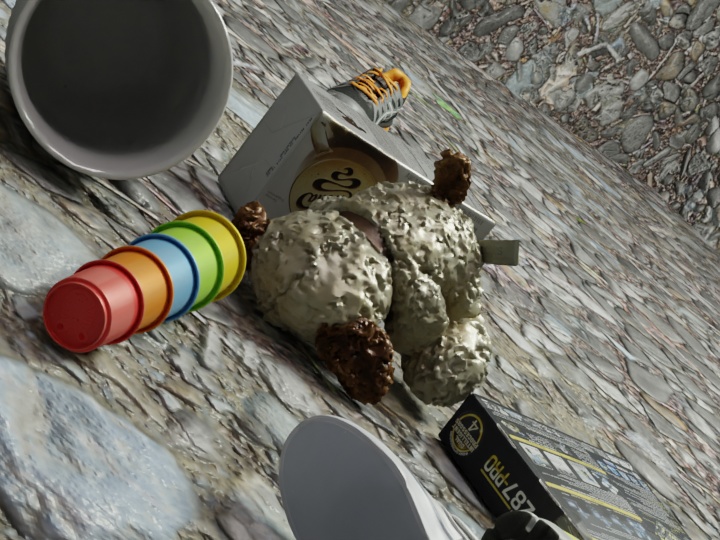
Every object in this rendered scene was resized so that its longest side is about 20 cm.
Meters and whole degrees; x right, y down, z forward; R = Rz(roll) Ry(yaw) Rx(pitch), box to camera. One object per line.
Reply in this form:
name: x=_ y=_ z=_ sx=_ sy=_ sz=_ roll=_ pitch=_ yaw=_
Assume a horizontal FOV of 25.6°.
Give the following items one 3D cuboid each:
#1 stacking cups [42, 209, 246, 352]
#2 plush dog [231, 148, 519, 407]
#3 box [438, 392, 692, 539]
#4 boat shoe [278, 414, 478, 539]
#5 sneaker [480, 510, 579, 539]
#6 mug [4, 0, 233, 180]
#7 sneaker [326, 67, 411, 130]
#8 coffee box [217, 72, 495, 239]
stacking cups: x=-0.123 y=0.003 z=0.916 sx=0.060 sy=0.061 sz=0.200 roll=40 pitch=14 yaw=6
plush dog: x=0.000 y=0.000 z=1.121 sx=0.171 sy=0.161 sz=0.200 roll=-21 pitch=55 yaw=-43
box: x=0.165 y=0.177 z=1.133 sx=0.199 sy=0.049 sz=0.161 roll=26 pitch=17 yaw=-42
boat shoe: x=0.032 y=0.160 z=0.827 sx=0.201 sy=0.073 sz=0.065 roll=54 pitch=13 yaw=16
sneaker: x=0.158 y=0.218 z=0.928 sx=0.090 sy=0.078 sz=0.200 roll=25 pitch=19 yaw=-50
mug: x=-0.181 y=-0.177 z=1.093 sx=0.175 sy=0.147 sz=0.201 roll=-130 pitch=-160 yaw=-69
sneaker: x=0.007 y=-0.201 z=1.850 sx=0.078 sy=0.077 sz=0.200 roll=41 pitch=15 yaw=3
coffee box: x=-0.002 y=-0.057 z=1.307 sx=0.199 sy=0.113 sz=0.080 roll=30 pitch=16 yaw=-33
